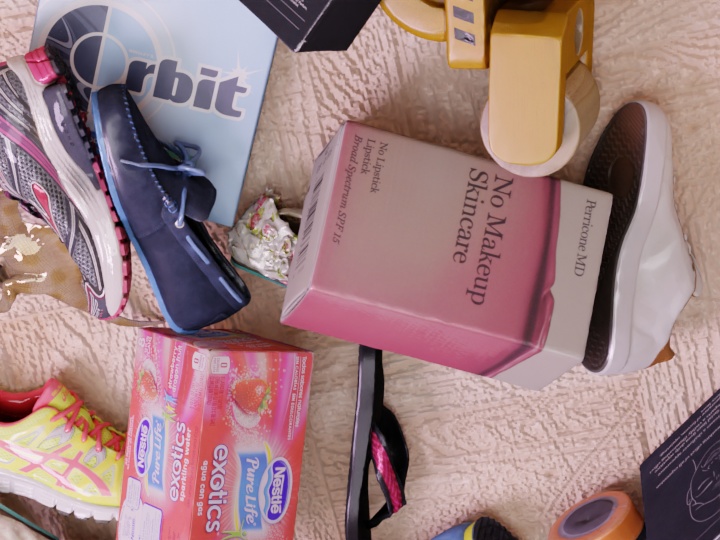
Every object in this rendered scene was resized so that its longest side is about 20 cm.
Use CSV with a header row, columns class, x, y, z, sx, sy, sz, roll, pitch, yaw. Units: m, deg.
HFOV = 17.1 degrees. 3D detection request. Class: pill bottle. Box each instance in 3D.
class,x,y,z,sx,sy,sz,roll,pitch,yaw
pill bottle,0.217,0.264,1.812,0.106,0.106,0.200,-27,108,14

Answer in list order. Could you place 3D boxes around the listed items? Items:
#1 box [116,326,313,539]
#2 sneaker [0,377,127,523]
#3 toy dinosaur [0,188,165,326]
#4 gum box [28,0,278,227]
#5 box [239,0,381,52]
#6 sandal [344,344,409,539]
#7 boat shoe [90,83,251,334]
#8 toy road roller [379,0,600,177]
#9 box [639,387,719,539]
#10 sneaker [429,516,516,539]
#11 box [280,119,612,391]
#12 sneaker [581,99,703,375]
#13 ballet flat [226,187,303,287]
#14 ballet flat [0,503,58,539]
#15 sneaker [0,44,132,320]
class,x,y,z,sx,sy,sz,roll,pitch,yaw
box,-0.109,0.147,1.744,0.094,0.102,0.201,2,96,-37
sneaker,-0.220,0.128,1.802,0.199,0.078,0.091,11,111,0
toy dinosaur,-0.235,0.001,1.745,0.101,0.058,0.200,-16,129,28
gum box,-0.148,-0.147,1.698,0.169,0.045,0.201,14,114,-2
box,-0.056,-0.260,1.583,0.200,0.079,0.141,44,114,17
sandal,0.015,0.136,1.791,0.045,0.075,0.201,5,110,3
boat shoe,-0.131,-0.051,1.682,0.068,0.084,0.201,-16,129,7
toy road roller,0.085,-0.172,1.635,0.145,0.123,0.201,3,108,16
box,0.290,0.168,1.715,0.107,0.200,0.148,40,110,-12
sneaker,0.120,0.276,1.852,0.078,0.066,0.200,-31,109,31
box,0.059,-0.009,1.668,0.199,0.109,0.128,14,74,-10
sneaker,0.206,-0.026,1.724,0.084,0.073,0.201,-3,109,-28
ballet flat,0.000,0.000,1.736,0.199,0.076,0.064,22,104,-8
ballet flat,-0.237,0.231,1.828,0.200,0.067,0.063,30,73,-27
sneaker,-0.211,-0.057,1.671,0.074,0.081,0.201,-20,109,2
